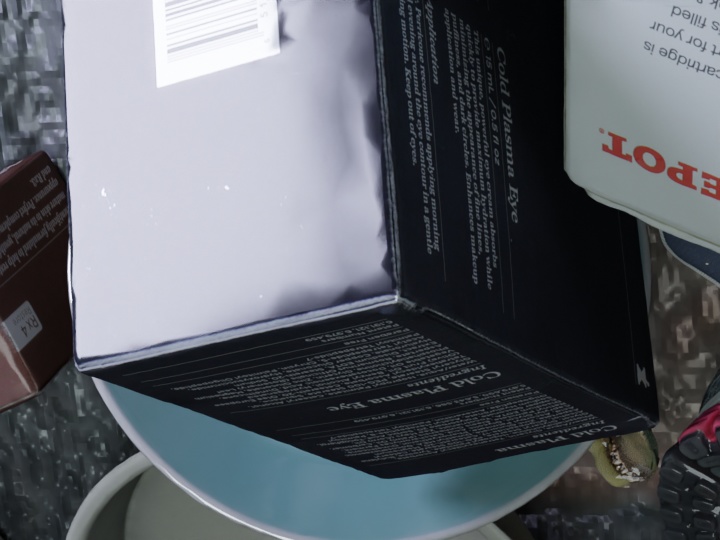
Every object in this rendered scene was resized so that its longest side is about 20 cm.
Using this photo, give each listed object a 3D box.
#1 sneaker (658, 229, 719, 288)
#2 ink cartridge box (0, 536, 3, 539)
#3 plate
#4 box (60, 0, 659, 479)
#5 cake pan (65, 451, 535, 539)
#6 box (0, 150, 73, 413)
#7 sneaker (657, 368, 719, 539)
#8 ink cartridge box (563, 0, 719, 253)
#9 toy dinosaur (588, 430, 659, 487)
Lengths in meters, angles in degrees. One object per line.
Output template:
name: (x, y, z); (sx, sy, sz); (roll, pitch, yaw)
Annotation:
sneaker: (0.184, -0.055, 0.784); (0.202, 0.077, 0.146); (8, 124, -3)
ink cartridge box: (-0.138, 0.213, 0.914); (0.083, 0.147, 0.200); (-35, 98, 21)
plate: (0.000, 0.000, 0.821); (0.200, 0.026, 0.200); (1, 72, -3)
box: (0.001, -0.054, 0.719); (0.104, 0.182, 0.200); (-13, 70, 26)
cake pan: (-0.013, 0.129, 0.889); (0.200, 0.037, 0.200); (10, 127, 13)
box: (-0.199, 0.035, 0.893); (0.200, 0.100, 0.075); (-22, 102, 19)
sneaker: (0.150, 0.101, 0.828); (0.081, 0.075, 0.200); (18, 140, 19)
ink cartridge box: (0.132, -0.092, 0.616); (0.147, 0.083, 0.200); (26, 141, 27)
toy dinosaur: (0.015, 0.025, 0.869); (0.200, 0.047, 0.088); (38, 110, 4)
